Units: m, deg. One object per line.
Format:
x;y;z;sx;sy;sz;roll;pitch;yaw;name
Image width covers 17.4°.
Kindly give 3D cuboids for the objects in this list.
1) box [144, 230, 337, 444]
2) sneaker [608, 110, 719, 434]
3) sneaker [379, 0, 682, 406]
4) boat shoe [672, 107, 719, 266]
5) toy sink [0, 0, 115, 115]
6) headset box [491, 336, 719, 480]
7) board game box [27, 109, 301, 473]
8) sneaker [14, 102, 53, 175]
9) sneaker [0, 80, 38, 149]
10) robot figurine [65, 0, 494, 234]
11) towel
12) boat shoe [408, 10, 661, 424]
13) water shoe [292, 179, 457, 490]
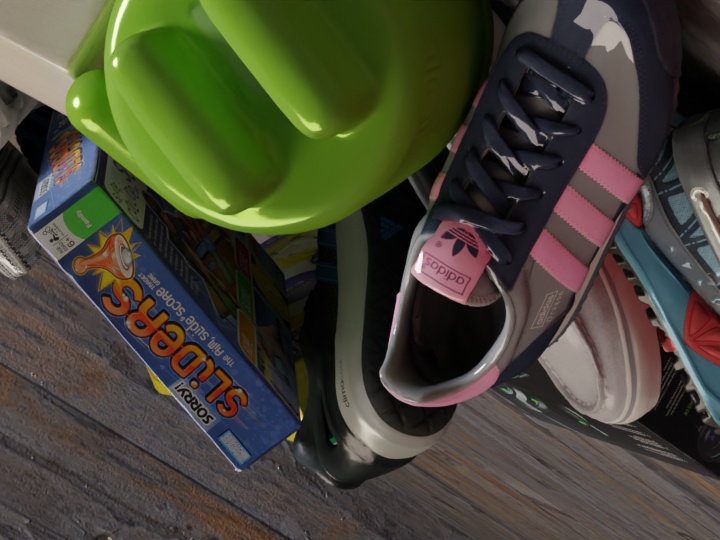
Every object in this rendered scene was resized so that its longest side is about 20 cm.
-0.019;0.029;1.135;0.200;0.117;0.048;15;131;58;box
0.147;-0.028;0.945;0.200;0.096;0.079;58;-165;-32;sneaker
0.059;-0.028;0.859;0.070;0.082;0.200;32;132;22;sneaker
0.170;0.011;0.897;0.062;0.073;0.200;-4;134;25;boat shoe
-0.157;-0.162;0.951;0.200;0.130;0.112;27;172;10;toy sink
0.108;0.020;1.246;0.200;0.093;0.174;34;170;-29;headset box
-0.083;-0.008;1.022;0.135;0.034;0.200;51;-172;-16;board game box
-0.096;-0.087;1.162;0.200;0.077;0.076;-5;121;53;sneaker
-0.151;-0.102;1.043;0.074;0.116;0.200;56;-165;-16;sneaker
-0.018;-0.079;0.856;0.116;0.175;0.200;50;-158;1;robot figurine
-0.222;-0.083;1.155;0.193;0.035;0.200;50;-177;-10;towel
0.058;-0.018;0.983;0.072;0.069;0.200;-4;113;59;boat shoe
0.000;0.000;1.027;0.071;0.200;0.079;26;137;-24;water shoe
